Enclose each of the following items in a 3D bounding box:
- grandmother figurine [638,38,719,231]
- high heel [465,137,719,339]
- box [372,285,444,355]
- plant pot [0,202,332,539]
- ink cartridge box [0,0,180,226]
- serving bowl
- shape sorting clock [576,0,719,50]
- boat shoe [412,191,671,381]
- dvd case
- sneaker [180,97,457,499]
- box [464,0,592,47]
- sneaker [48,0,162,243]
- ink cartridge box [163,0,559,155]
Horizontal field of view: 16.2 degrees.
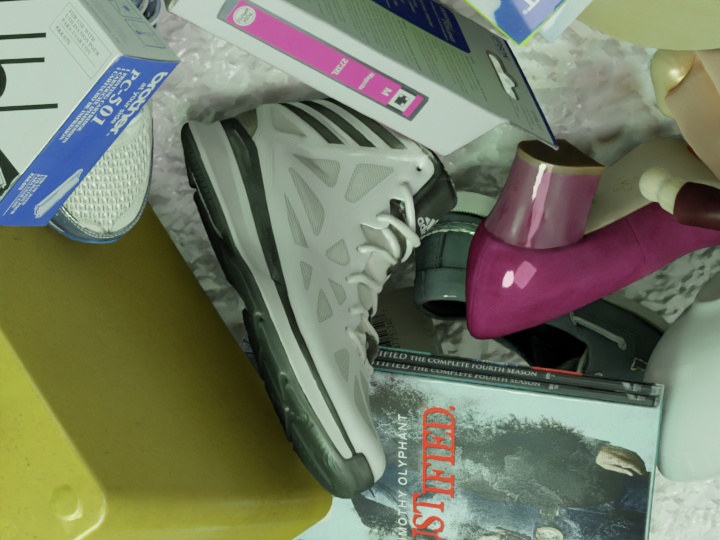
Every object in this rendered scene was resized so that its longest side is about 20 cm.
[{"bbox_3d":[0.189,-0.046,1.155,0.121,0.200,0.061,-17,123,-4],"label":"grandmother figurine"},{"bbox_3d":[0.134,-0.012,1.233,0.200,0.067,0.096,4,115,-35],"label":"high heel"},{"bbox_3d":[0.022,0.112,1.308,0.068,0.082,0.200,-14,127,-3],"label":"box"},{"bbox_3d":[-0.165,0.082,1.114,0.200,0.200,0.176,-36,171,13],"label":"plant pot"},{"bbox_3d":[-0.167,-0.121,1.011,0.094,0.200,0.044,-47,159,21],"label":"ink cartridge box"},{"bbox_3d":[0.212,0.020,1.206,0.200,0.200,0.066,-32,96,10],"label":"serving bowl"},{"bbox_3d":[0.159,-0.189,1.142,0.199,0.039,0.201,-2,120,-4],"label":"shape sorting clock"},{"bbox_3d":[0.099,0.038,1.270,0.073,0.062,0.200,-20,133,42],"label":"boat shoe"},{"bbox_3d":[0.042,0.099,1.214,0.199,0.022,0.146,9,132,9],"label":"dvd case"},{"bbox_3d":[0.000,0.000,1.149,0.115,0.201,0.076,-18,154,-8],"label":"sneaker"},{"bbox_3d":[0.053,-0.190,1.084,0.200,0.048,0.122,38,110,-21],"label":"box"},{"bbox_3d":[-0.119,-0.106,1.051,0.077,0.085,0.201,-11,103,-21],"label":"sneaker"},{"bbox_3d":[-0.005,-0.110,1.122,0.200,0.095,0.037,24,118,-29],"label":"ink cartridge box"}]
